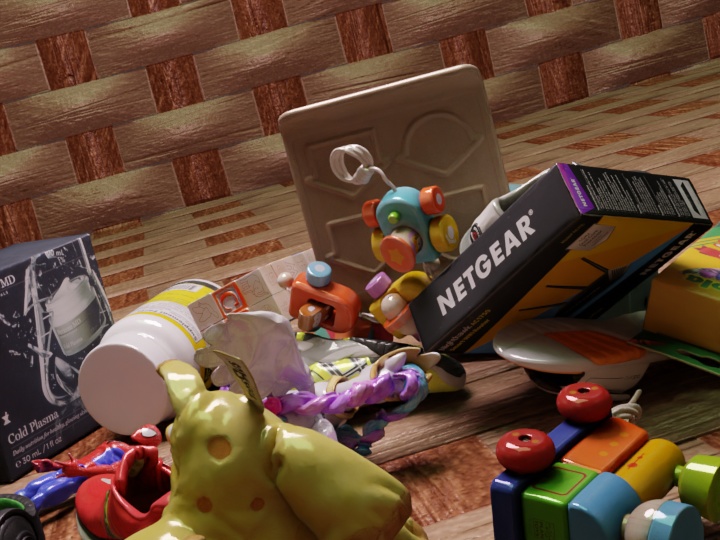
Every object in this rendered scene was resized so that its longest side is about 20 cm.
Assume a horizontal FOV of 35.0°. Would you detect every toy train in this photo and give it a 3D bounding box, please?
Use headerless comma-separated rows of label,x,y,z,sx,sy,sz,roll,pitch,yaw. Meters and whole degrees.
toy train,0.174,0.117,0.690,0.115,0.085,0.200,9,24,39
toy train,0.000,0.000,0.967,0.150,0.200,0.056,24,41,8

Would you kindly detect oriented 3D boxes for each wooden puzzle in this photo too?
wooden puzzle,0.040,-0.069,1.026,0.185,0.201,0.046,-13,15,11

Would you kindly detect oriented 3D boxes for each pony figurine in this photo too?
pony figurine,-0.055,0.111,0.872,0.200,0.167,0.193,-25,-5,40

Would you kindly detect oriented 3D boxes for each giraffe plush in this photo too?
giraffe plush,-0.077,0.163,0.644,0.172,0.200,0.162,13,61,41

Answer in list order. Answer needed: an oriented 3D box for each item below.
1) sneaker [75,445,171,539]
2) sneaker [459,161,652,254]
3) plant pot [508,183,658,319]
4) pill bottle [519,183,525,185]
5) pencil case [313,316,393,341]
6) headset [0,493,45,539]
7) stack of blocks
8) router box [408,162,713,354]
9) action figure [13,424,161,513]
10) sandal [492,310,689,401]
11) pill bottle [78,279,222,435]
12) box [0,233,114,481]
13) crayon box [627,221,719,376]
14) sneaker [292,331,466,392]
sneaker,-0.156,0.165,0.831,0.077,0.085,0.200,-21,13,-32
sneaker,0.185,-0.052,0.963,0.199,0.074,0.089,-20,-26,-22
plant pot,0.177,-0.002,1.100,0.199,0.142,0.141,3,19,32
pill bottle,0.206,-0.050,1.353,0.199,0.109,0.109,-11,12,18
pencil case,-0.008,0.012,1.109,0.088,0.201,0.088,7,-8,1
headset,-0.288,0.201,0.802,0.123,0.094,0.200,-17,18,-14
stack of blocks,-0.098,0.033,1.167,0.115,0.059,0.200,-28,-1,19
router box,0.153,-0.002,0.902,0.149,0.051,0.200,2,-34,-36
action figure,-0.255,0.181,0.984,0.200,0.052,0.065,-21,8,-39
sandal,0.198,0.075,0.913,0.206,0.059,0.079,-3,23,-28
pill bottle,-0.202,0.088,1.183,0.114,0.115,0.200,-10,12,19
box,-0.358,0.086,1.175,0.124,0.197,0.200,-8,14,30
crayon box,0.312,0.025,0.914,0.127,0.051,0.200,20,29,29
sneaker,-0.005,0.098,1.022,0.199,0.077,0.075,3,-6,12
